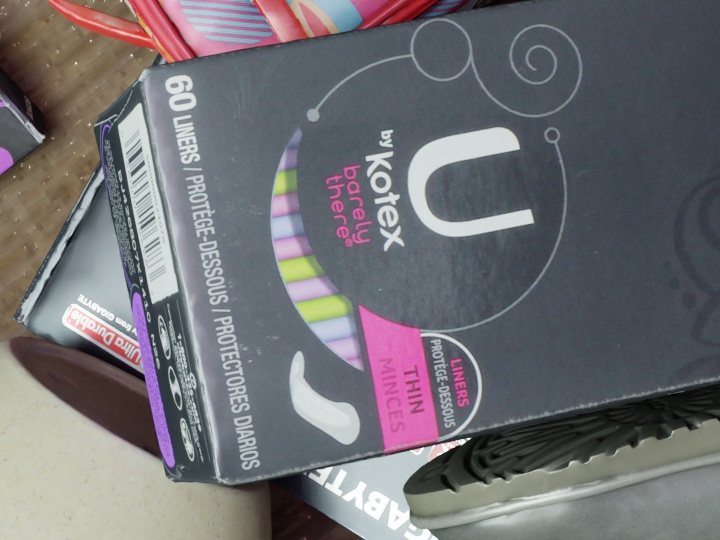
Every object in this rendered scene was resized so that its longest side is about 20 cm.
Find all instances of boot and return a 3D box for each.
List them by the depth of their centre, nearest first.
[{"bbox_3d":[0.119,0.138,0.816,0.180,0.073,0.202,-10,103,8],"label":"boot"}]

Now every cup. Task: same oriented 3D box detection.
[{"bbox_3d":[-0.107,0.109,0.855,0.199,0.200,0.144,31,97,8],"label":"cup"}]

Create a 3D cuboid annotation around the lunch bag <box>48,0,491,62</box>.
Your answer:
[{"bbox_3d":[-0.042,-0.153,0.866,0.176,0.082,0.201,-36,80,4],"label":"lunch bag"}]

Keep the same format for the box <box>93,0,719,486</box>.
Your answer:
[{"bbox_3d":[0.032,-0.013,0.774,0.198,0.106,0.123,-12,89,-14],"label":"box"}]

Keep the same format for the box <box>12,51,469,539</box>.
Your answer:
[{"bbox_3d":[0.000,0.000,0.912,0.199,0.046,0.160,32,96,8],"label":"box"}]

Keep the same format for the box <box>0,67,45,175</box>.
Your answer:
[{"bbox_3d":[-0.235,-0.043,0.928,0.199,0.036,0.143,-36,116,10],"label":"box"}]
